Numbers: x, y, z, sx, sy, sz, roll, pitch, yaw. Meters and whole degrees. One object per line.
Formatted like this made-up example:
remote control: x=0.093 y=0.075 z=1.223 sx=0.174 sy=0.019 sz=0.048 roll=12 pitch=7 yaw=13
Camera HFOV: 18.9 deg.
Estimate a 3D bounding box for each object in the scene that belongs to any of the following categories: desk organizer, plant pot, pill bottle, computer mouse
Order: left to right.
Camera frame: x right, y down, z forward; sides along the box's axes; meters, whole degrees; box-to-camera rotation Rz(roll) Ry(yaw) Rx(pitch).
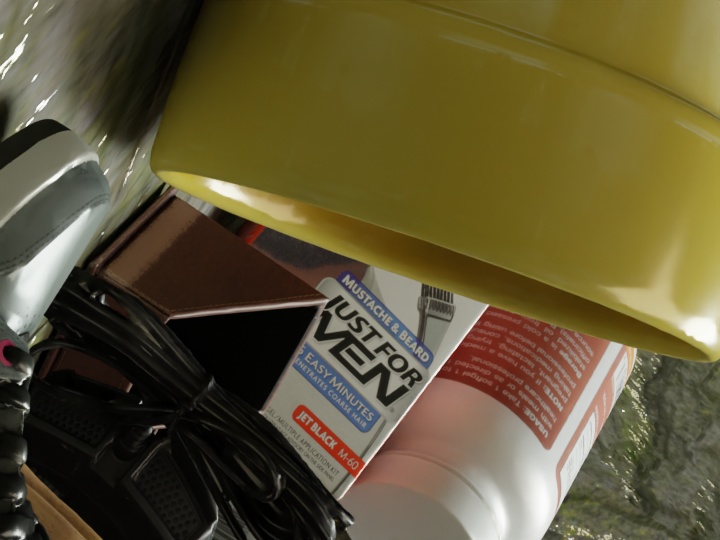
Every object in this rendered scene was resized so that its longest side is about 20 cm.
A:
computer mouse: x=-0.092 y=0.092 z=0.796 sx=0.200 sy=0.138 sz=0.053 roll=-48 pitch=178 yaw=37
desk organizer: x=-0.094 y=0.073 z=0.864 sx=0.201 sy=0.077 sz=0.072 roll=-60 pitch=175 yaw=35
pill bottle: x=0.060 y=0.080 z=1.107 sx=0.200 sy=0.112 sz=0.113 roll=-53 pitch=174 yaw=-47
plant pot: x=0.051 y=-0.090 z=0.707 sx=0.201 sy=0.199 sz=0.191 roll=58 pitch=50 yaw=-85

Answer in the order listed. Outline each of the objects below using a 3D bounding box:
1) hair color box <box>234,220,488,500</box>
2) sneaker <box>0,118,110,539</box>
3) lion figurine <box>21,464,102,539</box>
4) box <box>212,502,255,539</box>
hair color box: x=0.000 y=0.000 z=1.032 sx=0.200 sy=0.111 sz=0.064 roll=-52 pitch=-168 yaw=-21
sneaker: x=-0.094 y=0.069 z=0.547 sx=0.201 sy=0.120 sz=0.084 roll=-56 pitch=176 yaw=-14
lion figurine: x=-0.113 y=0.119 z=0.689 sx=0.073 sy=0.122 sz=0.200 roll=-54 pitch=174 yaw=-32
box: x=-0.060 y=0.080 z=1.136 sx=0.200 sy=0.101 sz=0.113 roll=-52 pitch=173 yaw=-49
